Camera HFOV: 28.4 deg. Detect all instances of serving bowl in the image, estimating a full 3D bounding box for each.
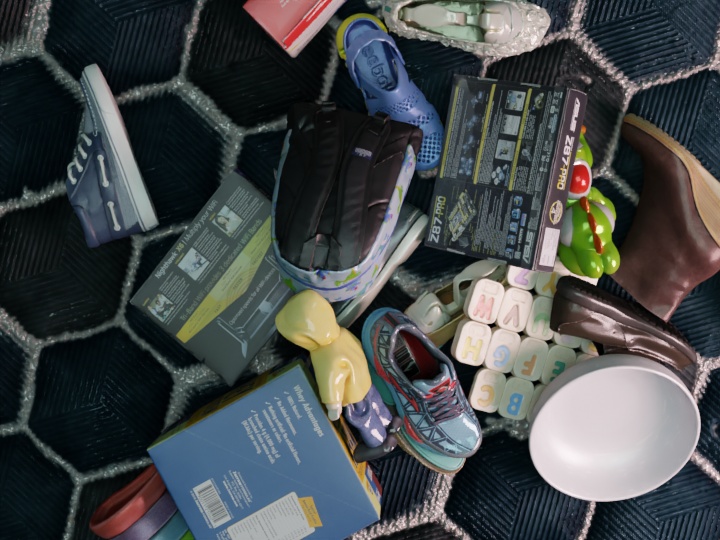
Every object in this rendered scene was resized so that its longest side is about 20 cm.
[{"bbox_3d":[0.288,0.171,1.646,0.197,0.066,0.202,-2,125,-3],"label":"serving bowl"}]

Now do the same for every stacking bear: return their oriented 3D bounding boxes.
[{"bbox_3d":[-0.214,0.340,1.671,0.121,0.114,0.201,-36,99,11],"label":"stacking bear"}]

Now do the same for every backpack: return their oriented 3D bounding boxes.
[{"bbox_3d":[-0.026,-0.066,1.583,0.161,0.155,0.202,10,52,2],"label":"backpack"}]

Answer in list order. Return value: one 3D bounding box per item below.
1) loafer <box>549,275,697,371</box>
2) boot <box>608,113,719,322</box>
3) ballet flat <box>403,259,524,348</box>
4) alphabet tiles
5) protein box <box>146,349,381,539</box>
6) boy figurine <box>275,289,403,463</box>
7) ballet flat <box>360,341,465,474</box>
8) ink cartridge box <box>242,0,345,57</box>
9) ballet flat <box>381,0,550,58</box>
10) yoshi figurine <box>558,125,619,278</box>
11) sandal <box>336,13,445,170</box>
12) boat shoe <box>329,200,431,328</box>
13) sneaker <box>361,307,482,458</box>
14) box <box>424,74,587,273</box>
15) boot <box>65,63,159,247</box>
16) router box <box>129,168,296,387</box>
[{"bbox_3d":[0.299,0.072,1.651,0.198,0.073,0.072,25,107,-16],"label":"loafer"},{"bbox_3d":[0.335,-0.063,1.644,0.200,0.072,0.167,45,102,12],"label":"boot"},{"bbox_3d":[0.105,0.034,1.659,0.199,0.063,0.069,-33,49,-2],"label":"ballet flat"},{"bbox_3d":[0.203,0.078,1.651,0.198,0.015,0.198,16,94,-24],"label":"alphabet tiles"},{"bbox_3d":[-0.105,0.232,1.644,0.198,0.135,0.200,-29,93,3],"label":"protein box"},{"bbox_3d":[-0.025,0.115,1.563,0.064,0.125,0.201,-24,112,23],"label":"boy figurine"},{"bbox_3d":[0.043,0.162,1.673,0.200,0.065,0.070,48,64,-3],"label":"ballet flat"},{"bbox_3d":[-0.064,-0.304,1.571,0.067,0.200,0.116,43,93,-2],"label":"ink cartridge box"},{"bbox_3d":[0.122,-0.285,1.638,0.197,0.072,0.073,4,94,0],"label":"ballet flat"},{"bbox_3d":[0.238,-0.076,1.628,0.112,0.111,0.203,-28,67,29],"label":"yoshi figurine"},{"bbox_3d":[0.034,-0.203,1.635,0.079,0.087,0.201,-33,95,1],"label":"sandal"},{"bbox_3d":[0.000,0.000,1.663,0.062,0.073,0.201,41,90,10],"label":"boat shoe"},{"bbox_3d":[0.073,0.135,1.595,0.079,0.095,0.201,-40,102,-13],"label":"sneaker"},{"bbox_3d":[0.160,-0.110,1.597,0.160,0.049,0.203,12,94,38],"label":"box"},{"bbox_3d":[-0.309,-0.131,1.651,0.089,0.073,0.203,-20,94,-3],"label":"boot"},{"bbox_3d":[-0.148,0.008,1.669,0.157,0.052,0.201,40,93,-2],"label":"router box"}]
